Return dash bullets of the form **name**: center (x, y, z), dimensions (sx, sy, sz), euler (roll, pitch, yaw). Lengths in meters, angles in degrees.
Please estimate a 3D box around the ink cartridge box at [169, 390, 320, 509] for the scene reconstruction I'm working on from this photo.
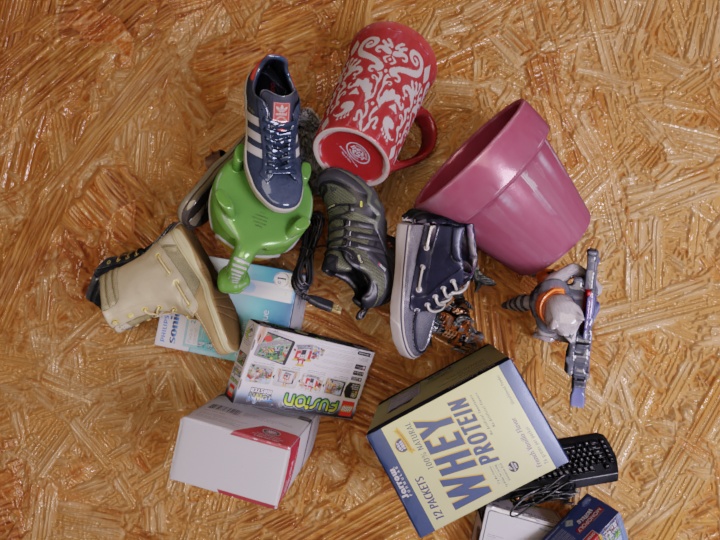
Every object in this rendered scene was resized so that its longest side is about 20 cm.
- **ink cartridge box**: center (-0.147, 0.232, 0.748), dimensions (0.146, 0.200, 0.083), euler (13, 92, 8)

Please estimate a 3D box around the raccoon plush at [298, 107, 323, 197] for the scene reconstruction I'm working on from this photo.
- **raccoon plush**: center (-0.049, -0.154, 0.786), dimensions (0.200, 0.134, 0.097), euler (45, 92, 7)

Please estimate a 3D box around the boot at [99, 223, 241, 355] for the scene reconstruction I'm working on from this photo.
- **boot**: center (-0.266, 0.054, 0.745), dimensions (0.155, 0.073, 0.200), euler (-30, 77, 1)

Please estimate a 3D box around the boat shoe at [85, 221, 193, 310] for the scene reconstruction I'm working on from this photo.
- **boat shoe**: center (-0.351, -0.011, 0.846), dimensions (0.091, 0.071, 0.201), euler (35, 94, 3)

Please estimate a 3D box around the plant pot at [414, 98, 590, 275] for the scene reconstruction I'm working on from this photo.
- **plant pot**: center (0.204, -0.099, 0.738), dimensions (0.179, 0.200, 0.200), euler (43, 93, -9)

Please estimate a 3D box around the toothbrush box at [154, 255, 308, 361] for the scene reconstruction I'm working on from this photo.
- **toothbrush box**: center (-0.191, 0.058, 0.819), dimensions (0.199, 0.085, 0.147), euler (11, 88, 8)

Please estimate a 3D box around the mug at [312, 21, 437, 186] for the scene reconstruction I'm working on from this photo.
- **mug**: center (0.037, -0.217, 0.746), dimensions (0.177, 0.133, 0.200), euler (25, 60, -7)

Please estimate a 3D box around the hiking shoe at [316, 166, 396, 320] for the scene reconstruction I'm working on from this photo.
- **hiking shoe**: center (-0.013, -0.040, 0.704), dimensions (0.076, 0.101, 0.200), euler (-26, 93, 47)

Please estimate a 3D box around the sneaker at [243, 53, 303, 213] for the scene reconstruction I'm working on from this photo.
- **sneaker**: center (-0.106, -0.175, 0.672), dimensions (0.075, 0.084, 0.201), euler (-7, 80, -28)

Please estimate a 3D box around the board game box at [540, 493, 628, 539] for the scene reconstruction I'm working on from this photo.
- **board game box**: center (0.296, 0.444, 0.710), dimensions (0.200, 0.062, 0.200), euler (-37, 104, -15)

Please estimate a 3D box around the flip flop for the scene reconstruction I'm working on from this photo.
- **flip flop**: center (-0.211, -0.143, 0.797), dimensions (0.057, 0.081, 0.200), euler (24, 57, 14)

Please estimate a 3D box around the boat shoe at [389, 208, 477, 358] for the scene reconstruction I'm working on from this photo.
- **boat shoe**: center (0.095, 0.025, 0.684), dimensions (0.093, 0.075, 0.201), euler (10, 109, 35)

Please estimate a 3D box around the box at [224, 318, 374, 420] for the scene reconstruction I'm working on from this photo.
- **box**: center (-0.081, 0.144, 0.764), dimensions (0.200, 0.035, 0.110), euler (20, 89, -35)

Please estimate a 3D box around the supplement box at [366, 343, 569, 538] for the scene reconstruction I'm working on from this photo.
- **supplement box**: center (0.131, 0.209, 0.715), dimensions (0.200, 0.200, 0.135), euler (-30, 85, 5)

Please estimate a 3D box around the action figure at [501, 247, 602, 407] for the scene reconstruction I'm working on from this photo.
- **action figure**: center (0.250, 0.071, 0.711), dimensions (0.104, 0.193, 0.201), euler (5, 88, 8)

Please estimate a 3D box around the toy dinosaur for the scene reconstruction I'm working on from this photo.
- **toy dinosaur**: center (0.113, 0.035, 0.767), dimensions (0.136, 0.102, 0.200), euler (-45, 127, 8)

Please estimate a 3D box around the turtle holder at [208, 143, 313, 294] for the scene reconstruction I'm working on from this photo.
- **turtle holder**: center (-0.139, -0.066, 0.745), dimensions (0.141, 0.132, 0.186), euler (-7, 73, -27)

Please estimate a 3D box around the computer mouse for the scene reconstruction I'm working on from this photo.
- **computer mouse**: center (0.000, 0.000, 0.776), dimensions (0.199, 0.046, 0.141), euler (19, 72, -14)

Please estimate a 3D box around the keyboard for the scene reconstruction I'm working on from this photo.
- **keyboard**: center (0.257, 0.276, 0.748), dimensions (0.199, 0.104, 0.040), euler (-13, 126, 5)

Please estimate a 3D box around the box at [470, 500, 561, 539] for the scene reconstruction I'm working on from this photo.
- **box**: center (0.211, 0.435, 0.765), dimensions (0.116, 0.060, 0.201), euler (12, 89, 7)
